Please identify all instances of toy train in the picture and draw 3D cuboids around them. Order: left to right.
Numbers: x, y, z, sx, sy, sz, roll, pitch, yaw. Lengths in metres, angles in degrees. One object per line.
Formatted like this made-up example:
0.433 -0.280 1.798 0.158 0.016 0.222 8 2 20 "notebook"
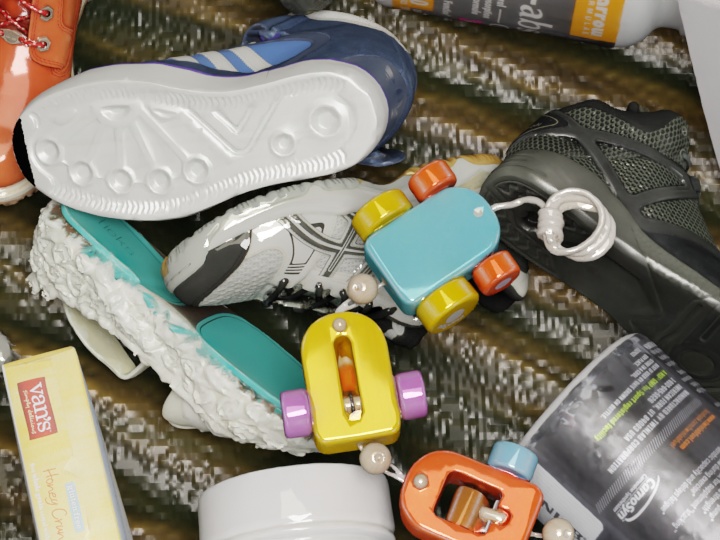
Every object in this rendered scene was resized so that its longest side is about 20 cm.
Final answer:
0.045 0.050 1.071 0.149 0.056 0.201 16 70 5 "toy train"

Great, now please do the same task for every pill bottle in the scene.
-0.022 0.200 1.061 0.113 0.114 0.201 -6 69 -3 "pill bottle"
0.109 -0.184 1.206 0.199 0.116 0.117 11 69 4 "pill bottle"
0.173 0.133 1.090 0.200 0.106 0.106 43 75 14 "pill bottle"

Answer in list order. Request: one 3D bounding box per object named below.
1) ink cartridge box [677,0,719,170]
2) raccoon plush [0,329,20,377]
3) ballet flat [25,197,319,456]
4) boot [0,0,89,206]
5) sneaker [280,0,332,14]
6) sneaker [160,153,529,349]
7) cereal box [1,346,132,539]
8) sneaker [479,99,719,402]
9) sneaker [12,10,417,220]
0.286 -0.100 1.108 0.147 0.146 0.200 -41 42 -22 "ink cartridge box"
-0.239 -0.014 1.168 0.096 0.134 0.201 -28 36 26 "raccoon plush"
-0.095 0.039 1.154 0.200 0.072 0.072 41 74 17 "ballet flat"
-0.185 -0.138 1.193 0.075 0.107 0.201 9 71 1 "boot"
-0.074 -0.196 1.229 0.088 0.077 0.200 -33 48 9 "sneaker"
0.000 0.000 1.140 0.199 0.076 0.088 -13 79 -22 "sneaker"
-0.124 0.135 1.038 0.039 0.200 0.145 -14 69 -6 "cereal box"
0.164 -0.016 1.162 0.199 0.076 0.114 38 52 -2 "sneaker"
-0.069 -0.086 1.180 0.199 0.147 0.081 -7 107 12 "sneaker"
